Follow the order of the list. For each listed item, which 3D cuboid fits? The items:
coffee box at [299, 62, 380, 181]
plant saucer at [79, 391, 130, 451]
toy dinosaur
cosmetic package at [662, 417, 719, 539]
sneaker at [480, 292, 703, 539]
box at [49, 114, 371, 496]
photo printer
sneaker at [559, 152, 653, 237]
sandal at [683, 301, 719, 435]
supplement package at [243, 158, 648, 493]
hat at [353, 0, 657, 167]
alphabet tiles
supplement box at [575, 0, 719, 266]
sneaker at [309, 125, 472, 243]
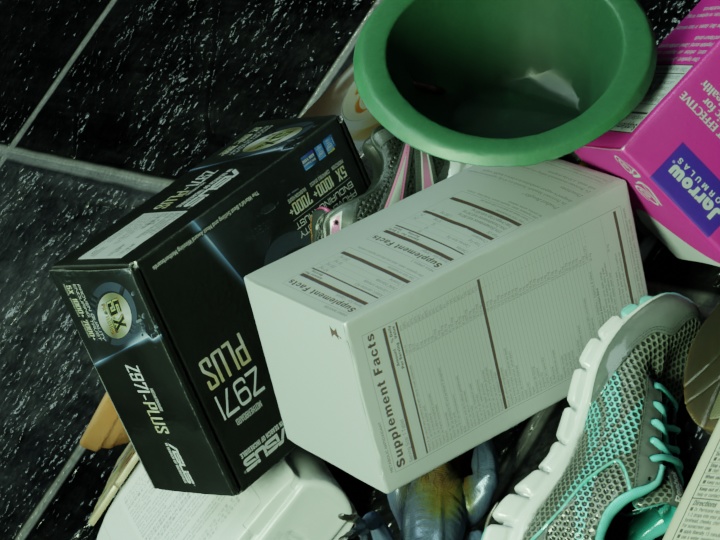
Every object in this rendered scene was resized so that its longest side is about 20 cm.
[{"bbox_3d":[0.012,-0.079,1.601,0.200,0.080,0.114,-45,28,9],"label":"coffee box"},{"bbox_3d":[-0.135,0.042,1.618,0.200,0.037,0.200,-61,3,6],"label":"plant saucer"},{"bbox_3d":[0.056,0.159,1.361,0.105,0.200,0.182,6,78,13],"label":"toy dinosaur"},{"bbox_3d":[0.209,0.145,1.117,0.103,0.087,0.200,2,59,56],"label":"cosmetic package"},{"bbox_3d":[0.151,0.107,1.277,0.091,0.078,0.200,17,74,42],"label":"sneaker"},{"bbox_3d":[-0.071,0.019,1.452,0.086,0.164,0.200,-1,28,47],"label":"box"},{"bbox_3d":[-0.096,0.164,1.530,0.167,0.069,0.200,-53,29,5],"label":"photo printer"},{"bbox_3d":[0.157,-0.068,1.457,0.075,0.085,0.200,-52,6,20],"label":"sneaker"},{"bbox_3d":[0.229,0.027,1.269,0.082,0.055,0.200,-34,18,29],"label":"sandal"},{"bbox_3d":[0.053,0.023,1.319,0.200,0.114,0.109,-25,26,-26],"label":"supplement package"},{"bbox_3d":[0.091,-0.077,1.358,0.166,0.176,0.200,33,58,26],"label":"hat"},{"bbox_3d":[-0.128,0.078,1.643,0.200,0.008,0.167,-56,4,9],"label":"alphabet tiles"},{"bbox_3d":[0.231,-0.108,1.323,0.200,0.101,0.103,-47,12,-4],"label":"supplement box"},{"bbox_3d":[0.000,0.000,1.423,0.200,0.086,0.080,-65,9,-15],"label":"sneaker"}]
